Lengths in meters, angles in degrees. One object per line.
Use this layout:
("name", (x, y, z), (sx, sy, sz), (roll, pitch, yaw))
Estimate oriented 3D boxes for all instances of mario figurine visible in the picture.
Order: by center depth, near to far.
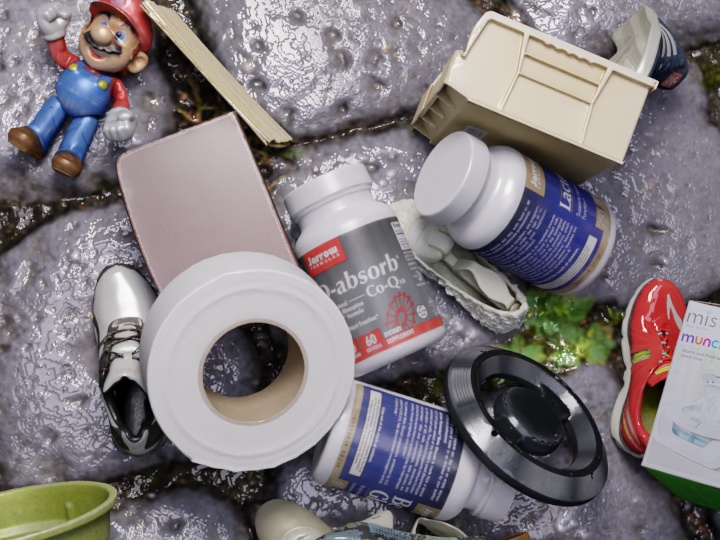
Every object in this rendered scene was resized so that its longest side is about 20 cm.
("mario figurine", (-0.286, -0.202, 1.127), (0.123, 0.106, 0.201), (31, 84, -38))

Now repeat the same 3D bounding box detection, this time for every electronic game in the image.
("electronic game", (0.171, 0.156, 1.122), (0.199, 0.200, 0.042), (35, 122, -2))

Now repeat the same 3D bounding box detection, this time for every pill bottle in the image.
("pill bottle", (0.058, 0.190, 1.118), (0.199, 0.111, 0.112), (18, 78, -6))
("pill bottle", (0.000, 0.000, 1.138), (0.115, 0.116, 0.201), (-23, 85, -12))
("pill bottle", (0.161, -0.060, 1.142), (0.199, 0.115, 0.116), (25, 77, -28))

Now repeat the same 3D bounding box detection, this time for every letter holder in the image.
("letter holder", (-0.157, -0.037, 1.128), (0.141, 0.101, 0.201), (-22, 85, -10))

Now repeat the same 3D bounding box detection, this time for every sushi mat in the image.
("sushi mat", (-0.150, -0.207, 1.161), (0.012, 0.096, 0.200), (-43, 89, 11))

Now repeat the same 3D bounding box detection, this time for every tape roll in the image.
("tape roll", (-0.109, 0.087, 1.044), (0.201, 0.071, 0.204), (-5, 107, -17))

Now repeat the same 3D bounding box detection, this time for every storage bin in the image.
("storage bin", (0.172, -0.169, 1.149), (0.197, 0.200, 0.094), (22, 82, -5))

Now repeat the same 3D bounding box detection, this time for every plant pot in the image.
("plant pot", (-0.312, 0.314, 1.013), (0.199, 0.200, 0.186), (-10, 94, -10))

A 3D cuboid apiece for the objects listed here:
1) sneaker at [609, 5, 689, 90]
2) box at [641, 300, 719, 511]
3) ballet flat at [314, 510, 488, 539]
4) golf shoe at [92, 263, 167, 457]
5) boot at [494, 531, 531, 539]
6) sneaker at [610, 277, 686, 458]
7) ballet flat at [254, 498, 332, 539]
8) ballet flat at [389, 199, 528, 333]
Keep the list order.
("sneaker", (0.324, -0.227, 1.206), (0.084, 0.075, 0.200), (43, 35, -10))
("box", (0.379, 0.149, 1.125), (0.096, 0.200, 0.178), (12, 77, 31))
("ballet flat", (0.042, 0.276, 1.087), (0.199, 0.074, 0.075), (16, 79, -14))
("golf shoe", (-0.228, 0.085, 1.099), (0.077, 0.095, 0.201), (-11, 81, -9))
("boot", (0.195, 0.343, 1.137), (0.200, 0.071, 0.145), (-11, 83, -7))
("sneaker", (0.329, 0.105, 1.189), (0.076, 0.085, 0.202), (10, 79, -8))
("ballet flat", (-0.031, 0.313, 1.107), (0.069, 0.069, 0.200), (-42, 89, -13))
("ballet flat", (0.106, -0.011, 1.182), (0.200, 0.072, 0.072), (39, 77, -1))
